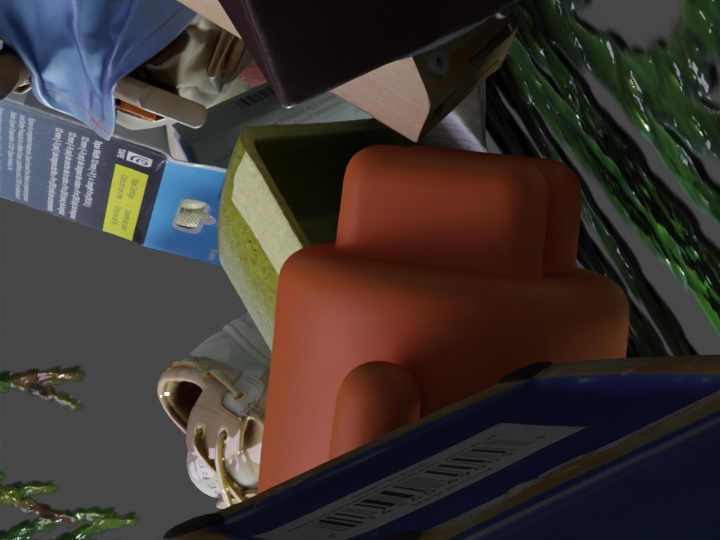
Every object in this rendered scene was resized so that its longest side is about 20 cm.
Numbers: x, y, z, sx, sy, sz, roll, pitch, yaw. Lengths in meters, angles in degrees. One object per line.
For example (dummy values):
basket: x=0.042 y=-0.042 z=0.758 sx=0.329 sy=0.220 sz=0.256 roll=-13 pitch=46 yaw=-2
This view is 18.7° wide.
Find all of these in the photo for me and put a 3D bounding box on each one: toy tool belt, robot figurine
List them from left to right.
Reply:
toy tool belt: x=-0.133 y=-0.123 z=0.842 sx=0.200 sy=0.125 sz=0.123 roll=32 pitch=-159 yaw=-1
robot figurine: x=0.026 y=0.061 z=0.704 sx=0.144 sy=0.117 sz=0.200 roll=-162 pitch=77 yaw=-71

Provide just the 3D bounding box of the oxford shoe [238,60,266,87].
oxford shoe: x=-0.043 y=-0.151 z=1.129 sx=0.200 sy=0.070 sz=0.075 roll=67 pitch=-155 yaw=-69

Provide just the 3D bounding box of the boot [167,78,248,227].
boot: x=-0.099 y=-0.128 z=1.275 sx=0.200 sy=0.073 sz=0.156 roll=-110 pitch=21 yaw=-61

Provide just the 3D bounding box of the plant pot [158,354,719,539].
plant pot: x=0.053 y=0.128 z=0.547 sx=0.200 sy=0.200 sz=0.180 roll=-6 pitch=106 yaw=66

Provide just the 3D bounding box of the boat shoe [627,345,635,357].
boat shoe: x=0.074 y=0.040 z=0.809 sx=0.200 sy=0.071 sz=0.064 roll=58 pitch=150 yaw=24

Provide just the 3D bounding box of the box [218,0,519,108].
box: x=-0.014 y=-0.151 z=0.555 sx=0.075 sy=0.100 sz=0.200 roll=57 pitch=171 yaw=50

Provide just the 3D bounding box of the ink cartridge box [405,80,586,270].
ink cartridge box: x=0.025 y=-0.088 z=0.872 sx=0.200 sy=0.057 sz=0.163 roll=44 pitch=178 yaw=-10

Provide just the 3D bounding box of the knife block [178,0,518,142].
knife block: x=-0.061 y=-0.133 z=0.749 sx=0.175 sy=0.064 sz=0.200 roll=-10 pitch=113 yaw=40

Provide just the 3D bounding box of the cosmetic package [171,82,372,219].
cosmetic package: x=0.000 y=0.000 z=1.077 sx=0.081 sy=0.113 sz=0.200 roll=-139 pitch=25 yaw=-75

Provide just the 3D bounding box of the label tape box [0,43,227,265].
label tape box: x=-0.140 y=-0.076 z=0.986 sx=0.143 sy=0.200 sz=0.066 roll=124 pitch=163 yaw=-73

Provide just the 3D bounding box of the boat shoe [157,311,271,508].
boat shoe: x=-0.044 y=0.077 z=0.967 sx=0.074 sy=0.069 sz=0.200 roll=65 pitch=170 yaw=-18

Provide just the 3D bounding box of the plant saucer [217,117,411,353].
plant saucer: x=0.018 y=0.035 z=0.909 sx=0.200 sy=0.048 sz=0.200 roll=61 pitch=-161 yaw=5
